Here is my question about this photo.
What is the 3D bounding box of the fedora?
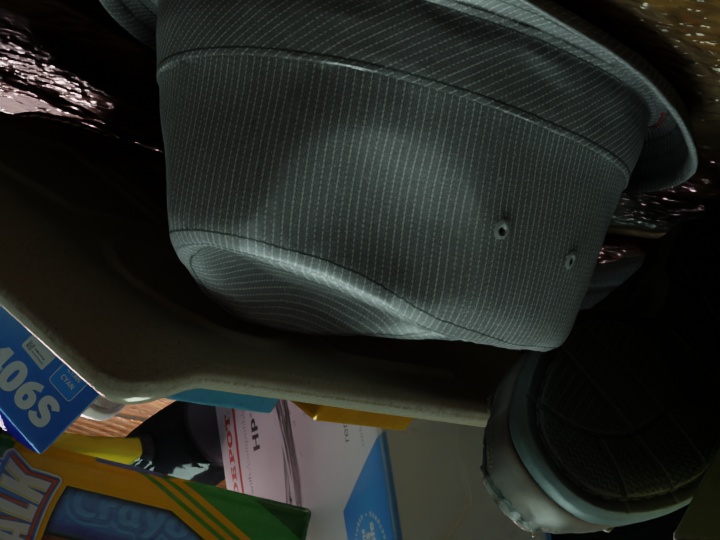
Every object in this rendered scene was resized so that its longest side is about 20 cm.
[{"bbox_3d":[0.003,-0.027,0.686,0.176,0.091,0.200,6,168,34],"label":"fedora"}]

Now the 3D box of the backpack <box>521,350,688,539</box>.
[{"bbox_3d":[0.074,0.093,1.023,0.126,0.168,0.200,15,166,-14],"label":"backpack"}]

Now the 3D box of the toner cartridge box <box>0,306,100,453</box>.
[{"bbox_3d":[-0.175,-0.004,0.900,0.200,0.043,0.095,26,158,54],"label":"toner cartridge box"}]

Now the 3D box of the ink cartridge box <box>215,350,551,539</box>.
[{"bbox_3d":[-0.003,0.085,0.952,0.068,0.117,0.200,-3,168,-25],"label":"ink cartridge box"}]

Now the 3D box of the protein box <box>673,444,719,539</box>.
[{"bbox_3d":[0.219,0.111,0.747,0.199,0.135,0.199,2,-161,20],"label":"protein box"}]

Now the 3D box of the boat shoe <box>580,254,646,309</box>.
[{"bbox_3d":[0.169,0.038,0.897,0.199,0.072,0.062,7,166,22],"label":"boat shoe"}]

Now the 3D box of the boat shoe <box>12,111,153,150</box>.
[{"bbox_3d":[-0.096,-0.017,0.952,0.200,0.076,0.060,43,-166,-53],"label":"boat shoe"}]

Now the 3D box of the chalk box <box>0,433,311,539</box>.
[{"bbox_3d":[-0.139,0.136,0.901,0.199,0.124,0.125,17,160,-19],"label":"chalk box"}]

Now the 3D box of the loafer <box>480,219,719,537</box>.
[{"bbox_3d":[0.084,0.045,0.783,0.063,0.072,0.200,-40,178,32],"label":"loafer"}]

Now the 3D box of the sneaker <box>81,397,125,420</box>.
[{"bbox_3d":[-0.149,0.012,1.073,0.118,0.074,0.200,18,-173,8],"label":"sneaker"}]

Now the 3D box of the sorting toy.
[{"bbox_3d":[-0.060,0.001,0.792,0.185,0.037,0.200,37,-160,35],"label":"sorting toy"}]

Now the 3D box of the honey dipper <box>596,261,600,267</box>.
[{"bbox_3d":[0.000,0.000,0.915,0.199,0.038,0.038,1,174,-14],"label":"honey dipper"}]

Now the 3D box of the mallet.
[{"bbox_3d":[-0.129,0.067,0.969,0.066,0.041,0.200,-30,152,32],"label":"mallet"}]
